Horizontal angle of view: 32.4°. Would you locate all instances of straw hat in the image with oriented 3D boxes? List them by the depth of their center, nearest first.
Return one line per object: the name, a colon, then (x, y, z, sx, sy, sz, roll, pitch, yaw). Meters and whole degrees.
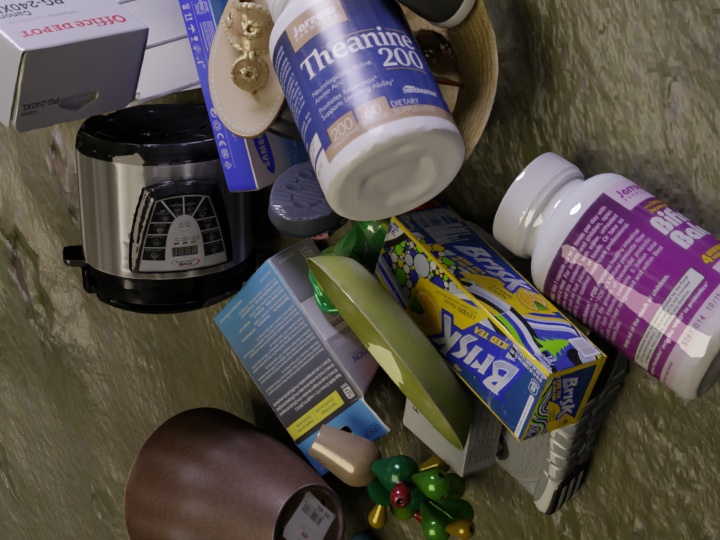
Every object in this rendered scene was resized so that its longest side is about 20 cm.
straw hat: (0.060, -0.145, 1.018, 0.200, 0.085, 0.203, -9, 76, 39)

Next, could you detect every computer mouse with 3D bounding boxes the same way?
computer mouse: (-0.013, -0.138, 1.079, 0.198, 0.034, 0.059, 12, 79, 12)

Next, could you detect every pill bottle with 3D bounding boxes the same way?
pill bottle: (0.201, -0.003, 0.937, 0.200, 0.112, 0.113, 38, 131, 23)
pill bottle: (-0.005, -0.148, 0.944, 0.111, 0.110, 0.201, -51, 52, 44)

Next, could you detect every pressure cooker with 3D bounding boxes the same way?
pressure cooker: (-0.190, -0.052, 1.230, 0.174, 0.178, 0.202, 13, 114, 26)

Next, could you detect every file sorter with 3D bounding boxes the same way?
file sorter: (-0.242, -0.263, 1.217, 0.138, 0.124, 0.202, -2, 108, 42)

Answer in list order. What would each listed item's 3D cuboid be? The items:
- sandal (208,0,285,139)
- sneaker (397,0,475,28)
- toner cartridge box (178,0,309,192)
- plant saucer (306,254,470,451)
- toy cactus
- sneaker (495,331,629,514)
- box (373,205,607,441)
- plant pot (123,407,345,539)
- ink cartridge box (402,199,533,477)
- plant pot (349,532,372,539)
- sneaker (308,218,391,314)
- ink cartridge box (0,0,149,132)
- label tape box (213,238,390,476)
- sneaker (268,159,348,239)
sandal: (-0.088, -0.224, 1.053, 0.077, 0.070, 0.214, 13, 83, 9)
sneaker: (0.061, -0.286, 0.910, 0.070, 0.099, 0.202, 24, 103, 39)
toner cartridge box: (-0.102, -0.183, 1.145, 0.043, 0.095, 0.202, 0, 110, 42)
plant saucer: (0.029, 0.059, 1.007, 0.200, 0.031, 0.200, 50, 174, 7)
toy cactus: (0.026, 0.204, 1.152, 0.164, 0.103, 0.200, 28, 172, 2)
sneaker: (0.151, 0.110, 1.067, 0.115, 0.075, 0.201, 35, 131, 29)
box: (0.094, 0.036, 0.955, 0.200, 0.064, 0.071, 48, 135, 37)
plant pot: (-0.113, 0.247, 1.279, 0.199, 0.186, 0.189, 3, 112, 49)
ink cartridge box: (0.068, 0.050, 1.092, 0.173, 0.043, 0.202, 37, 128, 45)
plant pot: (-0.033, 0.389, 1.328, 0.141, 0.141, 0.201, 45, 126, 18)
sneaker: (0.000, 0.000, 1.100, 0.074, 0.083, 0.200, 59, 163, 14)
ink cartridge box: (-0.307, -0.221, 1.104, 0.200, 0.145, 0.084, 39, 127, 22)
label tape box: (-0.046, 0.089, 1.240, 0.201, 0.066, 0.143, 54, 141, 5)
sneaker: (-0.033, -0.053, 1.073, 0.070, 0.200, 0.083, 18, 116, 9)
